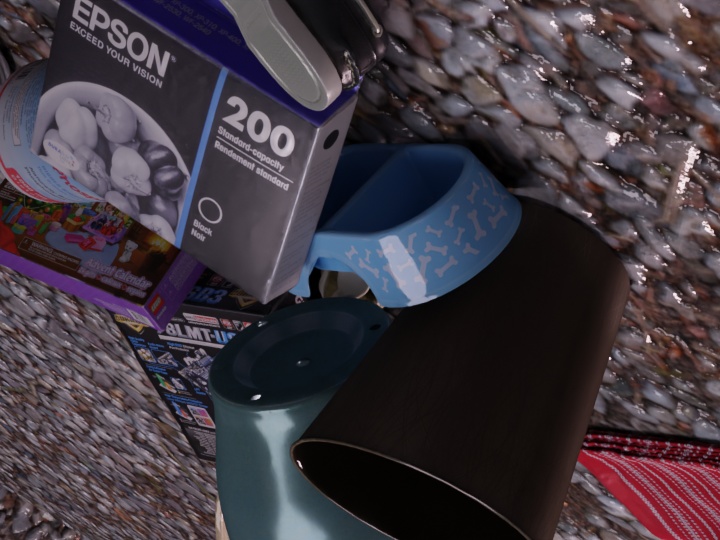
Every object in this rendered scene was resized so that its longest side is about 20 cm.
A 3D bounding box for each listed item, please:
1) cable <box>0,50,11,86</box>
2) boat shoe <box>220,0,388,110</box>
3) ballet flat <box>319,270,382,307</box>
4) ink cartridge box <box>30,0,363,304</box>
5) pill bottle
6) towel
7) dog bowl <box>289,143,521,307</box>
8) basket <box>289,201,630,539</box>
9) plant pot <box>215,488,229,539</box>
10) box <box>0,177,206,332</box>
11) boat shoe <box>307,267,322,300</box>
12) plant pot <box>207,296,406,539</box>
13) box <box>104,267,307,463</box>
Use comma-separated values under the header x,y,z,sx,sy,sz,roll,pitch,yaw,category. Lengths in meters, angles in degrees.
x,y,z,sx,sy,sz,roll,pitch,yaw,category
-0.376,-0.187,1.411,0.199,0.069,0.200,11,150,45,cable
-0.061,-0.183,0.957,0.200,0.060,0.076,55,157,-15,boat shoe
0.000,0.000,1.267,0.069,0.070,0.200,34,160,0,ballet flat
-0.102,-0.107,1.064,0.198,0.043,0.201,32,129,16,ink cartridge box
-0.178,-0.103,1.240,0.109,0.109,0.200,45,157,-27,pill bottle
0.262,0.175,1.327,0.145,0.023,0.200,43,157,-26,towel
0.012,-0.035,1.115,0.200,0.112,0.050,5,135,53,dog bowl
0.080,0.068,1.096,0.180,0.200,0.136,16,152,31,basket
-0.005,0.194,1.568,0.183,0.201,0.201,13,154,19,plant pot
-0.196,-0.045,1.356,0.199,0.137,0.039,19,156,33,box
-0.110,-0.020,1.391,0.199,0.074,0.066,37,133,17,boat shoe
-0.018,0.130,1.226,0.199,0.200,0.189,11,130,46,plant pot
-0.091,0.083,1.387,0.199,0.050,0.199,5,134,40,box
